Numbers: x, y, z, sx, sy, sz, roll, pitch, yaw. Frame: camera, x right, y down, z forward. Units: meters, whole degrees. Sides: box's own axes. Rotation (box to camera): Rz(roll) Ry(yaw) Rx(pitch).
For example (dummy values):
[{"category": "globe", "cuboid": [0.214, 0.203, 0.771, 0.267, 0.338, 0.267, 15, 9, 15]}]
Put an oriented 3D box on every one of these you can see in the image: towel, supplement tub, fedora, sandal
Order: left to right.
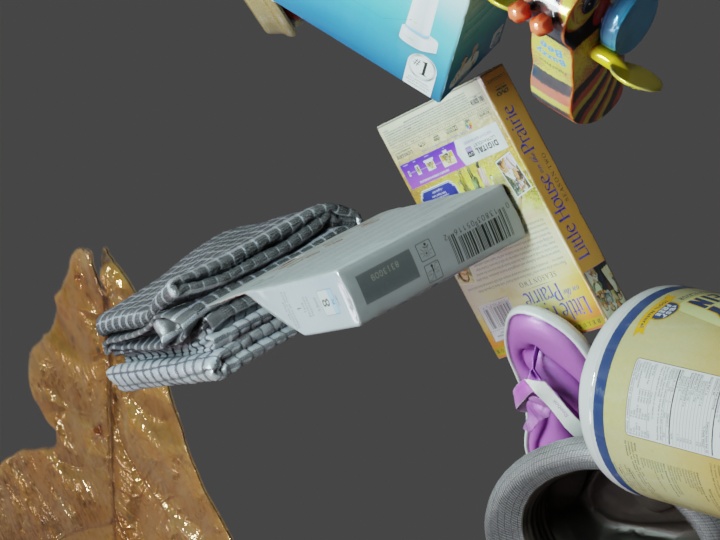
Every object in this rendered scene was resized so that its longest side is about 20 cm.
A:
[{"category": "towel", "cuboid": [-0.105, 0.017, 1.880, 0.165, 0.200, 0.086, -10, 107, 56]}, {"category": "sandal", "cuboid": [0.143, 0.105, 1.713, 0.082, 0.050, 0.203, 16, 144, 27]}, {"category": "fedora", "cuboid": [0.195, 0.176, 1.679, 0.177, 0.090, 0.200, 46, 137, -3]}, {"category": "supplement tub", "cuboid": [0.254, 0.092, 1.486, 0.200, 0.144, 0.145, 13, 127, 50]}]

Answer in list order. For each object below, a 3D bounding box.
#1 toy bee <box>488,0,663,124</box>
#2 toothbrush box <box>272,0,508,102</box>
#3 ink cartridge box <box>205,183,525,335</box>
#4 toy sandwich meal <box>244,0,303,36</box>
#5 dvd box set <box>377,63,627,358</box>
[{"category": "toy bee", "cuboid": [0.128, -0.165, 1.474, 0.131, 0.109, 0.200, 19, 134, 41]}, {"category": "toothbrush box", "cuboid": [0.034, -0.234, 1.548, 0.146, 0.085, 0.200, 32, 143, 15]}, {"category": "ink cartridge box", "cuboid": [0.000, 0.000, 1.692, 0.200, 0.160, 0.047, -15, 102, 58]}, {"category": "toy sandwich meal", "cuboid": [-0.087, -0.263, 1.681, 0.205, 0.070, 0.205, 56, -179, -1]}, {"category": "dvd box set", "cuboid": [0.102, -0.040, 1.697, 0.146, 0.029, 0.200, -23, 96, 58]}]
